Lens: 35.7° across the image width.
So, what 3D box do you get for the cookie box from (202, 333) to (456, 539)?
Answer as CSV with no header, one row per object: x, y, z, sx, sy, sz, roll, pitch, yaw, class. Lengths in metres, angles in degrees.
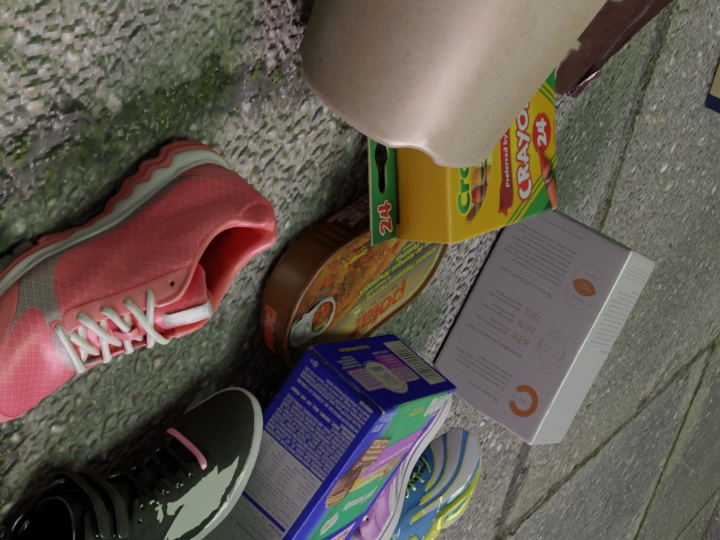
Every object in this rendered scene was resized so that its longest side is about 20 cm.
-0.033,0.152,0.837,0.201,0.075,0.171,-55,162,13,cookie box

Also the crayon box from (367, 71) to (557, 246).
0.079,-0.093,0.820,0.199,0.050,0.129,-19,110,-51,crayon box

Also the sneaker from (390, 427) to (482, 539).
0.045,0.225,1.084,0.201,0.075,0.105,-51,150,-14,sneaker

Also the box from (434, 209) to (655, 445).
0.175,0.048,1.076,0.097,0.124,0.202,14,105,-61,box

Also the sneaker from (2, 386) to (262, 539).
-0.140,0.141,0.703,0.200,0.070,0.100,-46,154,-17,sneaker

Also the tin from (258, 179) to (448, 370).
0.000,0.000,0.838,0.199,0.042,0.113,-36,140,-39,tin

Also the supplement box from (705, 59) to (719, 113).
0.543,-0.289,1.350,0.199,0.133,0.202,-32,142,-41,supplement box

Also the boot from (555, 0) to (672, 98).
0.229,-0.232,0.987,0.199,0.072,0.167,-9,136,-57,boot

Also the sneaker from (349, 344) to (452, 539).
0.002,0.156,0.964,0.202,0.072,0.114,-64,150,-15,sneaker

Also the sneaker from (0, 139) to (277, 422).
-0.124,0.010,0.592,0.200,0.086,0.074,-46,148,-24,sneaker

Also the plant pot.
0.056,-0.171,0.636,0.199,0.200,0.185,-14,141,-53,plant pot
